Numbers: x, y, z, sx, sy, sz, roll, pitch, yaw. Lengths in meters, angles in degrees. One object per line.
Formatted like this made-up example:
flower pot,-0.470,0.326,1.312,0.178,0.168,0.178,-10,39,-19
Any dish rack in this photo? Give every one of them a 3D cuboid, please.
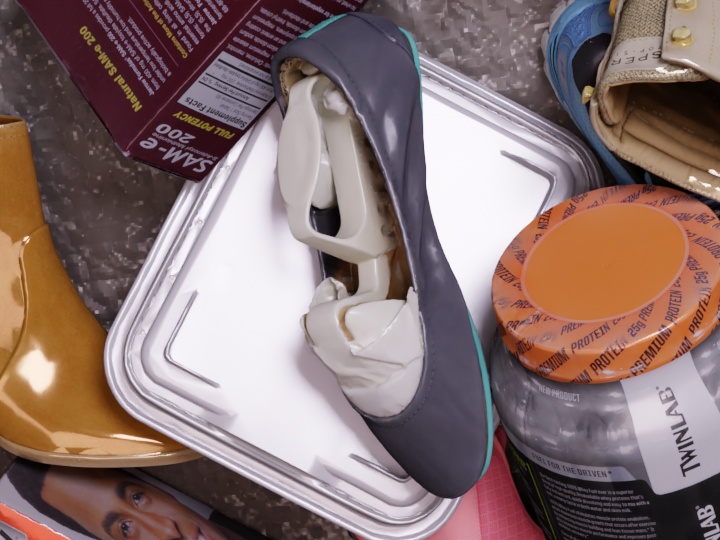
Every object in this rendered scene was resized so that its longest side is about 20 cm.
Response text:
dish rack,0.000,0.000,0.992,0.171,0.044,0.201,27,83,-2

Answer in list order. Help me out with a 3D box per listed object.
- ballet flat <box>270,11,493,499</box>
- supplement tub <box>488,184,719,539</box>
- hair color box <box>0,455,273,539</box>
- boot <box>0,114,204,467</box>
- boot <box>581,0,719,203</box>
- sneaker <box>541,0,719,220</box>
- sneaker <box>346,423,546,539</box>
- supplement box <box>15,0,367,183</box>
ballet flat,0.001,-0.004,0.930,0.073,0.073,0.201,-10,88,9
supplement tub,0.125,0.070,0.961,0.122,0.123,0.201,-15,130,10
hair color box,-0.080,0.153,1.053,0.199,0.102,0.061,27,107,-2
boot,-0.149,0.005,1.036,0.200,0.071,0.145,8,107,9
boot,0.112,-0.130,0.911,0.200,0.156,0.073,42,137,-18
sneaker,0.148,-0.030,0.981,0.078,0.090,0.200,-42,98,15
sneaker,0.020,0.083,1.050,0.087,0.074,0.200,-40,96,-7
supplement box,-0.044,-0.147,0.962,0.200,0.061,0.109,-45,59,16
